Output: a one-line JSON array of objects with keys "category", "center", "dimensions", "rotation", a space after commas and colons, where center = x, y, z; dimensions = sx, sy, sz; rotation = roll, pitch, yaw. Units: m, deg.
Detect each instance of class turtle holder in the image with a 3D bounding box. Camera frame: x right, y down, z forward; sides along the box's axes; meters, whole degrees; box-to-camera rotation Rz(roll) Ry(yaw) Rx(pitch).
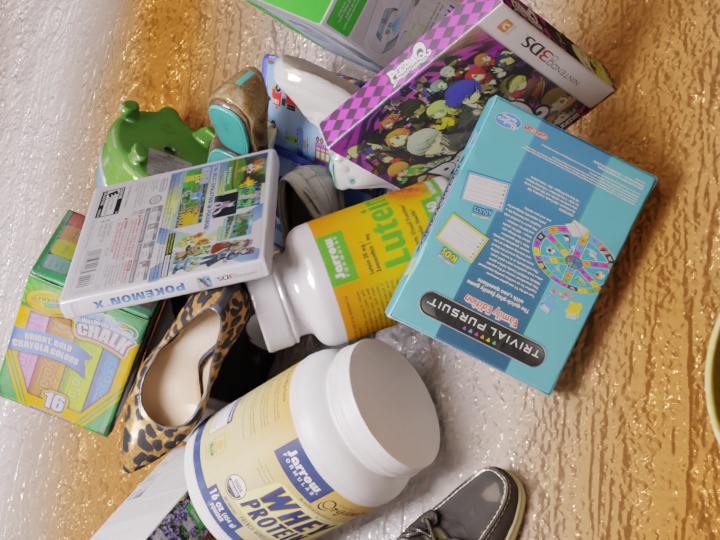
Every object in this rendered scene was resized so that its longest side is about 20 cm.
[{"category": "turtle holder", "center": [-0.236, -0.109, 1.484], "dimensions": [0.186, 0.140, 0.132], "rotation": [54, 127, 32]}]

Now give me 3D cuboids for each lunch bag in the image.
[{"category": "lunch bag", "center": [-0.045, -0.100, 1.355], "dimensions": [0.150, 0.094, 0.201], "rotation": [24, 102, 44]}]

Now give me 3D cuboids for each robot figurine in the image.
[{"category": "robot figurine", "center": [-0.146, 0.071, 1.326], "dimensions": [0.124, 0.150, 0.201], "rotation": [22, 92, 37]}]

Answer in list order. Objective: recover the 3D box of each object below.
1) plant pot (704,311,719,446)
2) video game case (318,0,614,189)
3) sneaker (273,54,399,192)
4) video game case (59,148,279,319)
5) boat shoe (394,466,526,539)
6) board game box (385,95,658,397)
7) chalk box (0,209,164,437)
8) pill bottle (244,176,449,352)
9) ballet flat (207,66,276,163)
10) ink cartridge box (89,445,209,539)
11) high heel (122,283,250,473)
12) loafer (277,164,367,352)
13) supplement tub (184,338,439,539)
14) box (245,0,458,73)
[{"category": "plant pot", "center": [0.346, 0.079, 0.868], "dimensions": [0.199, 0.142, 0.201], "rotation": [-18, 61, 36]}, {"category": "video game case", "center": [0.094, -0.142, 1.163], "dimensions": [0.200, 0.181, 0.036], "rotation": [-37, 52, 25]}, {"category": "sneaker", "center": [-0.009, -0.120, 1.236], "dimensions": [0.089, 0.199, 0.075], "rotation": [-53, 29, 12]}, {"category": "video game case", "center": [-0.164, -0.037, 1.191], "dimensions": [0.181, 0.022, 0.200], "rotation": [-12, 31, 7]}, {"category": "boat shoe", "center": [0.056, 0.241, 1.099], "dimensions": [0.201, 0.066, 0.072], "rotation": [-49, 48, -1]}, {"category": "board game box", "center": [0.131, -0.020, 1.107], "dimensions": [0.201, 0.150, 0.047], "rotation": [-63, 4, 2]}, {"category": "chalk box", "center": [-0.258, 0.034, 1.292], "dimensions": [0.125, 0.123, 0.201], "rotation": [-77, 9, -60]}, {"category": "pill bottle", "center": [0.000, 0.000, 1.177], "dimensions": [0.199, 0.111, 0.111], "rotation": [-20, 53, -5]}, {"category": "ballet flat", "center": [-0.112, -0.134, 1.308], "dimensions": [0.068, 0.200, 0.073], "rotation": [28, 67, 11]}, {"category": "ink cartridge box", "center": [-0.187, 0.237, 1.313], "dimensions": [0.109, 0.051, 0.200], "rotation": [-22, 16, 35]}, {"category": "high heel", "center": [-0.161, 0.094, 1.161], "dimensions": [0.201, 0.071, 0.143], "rotation": [-59, 0, -2]}, {"category": "loafer", "center": [-0.041, 0.001, 1.265], "dimensions": [0.070, 0.070, 0.201], "rotation": [-10, 94, 37]}, {"category": "supplement tub", "center": [-0.043, 0.158, 1.189], "dimensions": [0.200, 0.144, 0.145], "rotation": [-32, 54, 29]}, {"category": "box", "center": [-0.017, -0.271, 1.321], "dimensions": [0.200, 0.176, 0.097], "rotation": [32, 94, 44]}]
